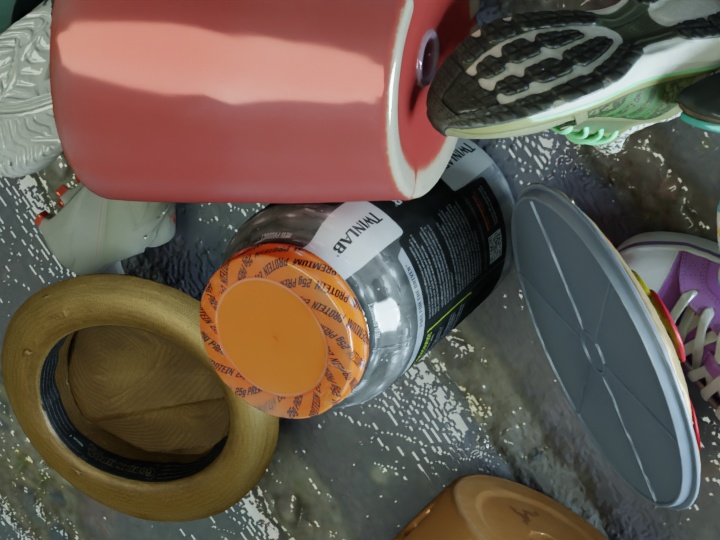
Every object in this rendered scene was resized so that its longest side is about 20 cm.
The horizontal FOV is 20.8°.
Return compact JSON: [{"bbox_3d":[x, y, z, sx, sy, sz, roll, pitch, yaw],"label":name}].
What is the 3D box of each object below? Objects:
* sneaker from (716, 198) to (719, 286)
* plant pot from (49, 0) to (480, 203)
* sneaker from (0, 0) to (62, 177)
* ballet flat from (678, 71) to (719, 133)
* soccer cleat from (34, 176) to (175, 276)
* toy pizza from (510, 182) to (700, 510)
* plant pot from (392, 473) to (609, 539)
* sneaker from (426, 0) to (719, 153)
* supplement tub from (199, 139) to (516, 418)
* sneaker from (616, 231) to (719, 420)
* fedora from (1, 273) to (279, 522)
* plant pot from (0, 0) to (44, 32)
[{"bbox_3d":[0.281,-0.010,1.025,0.200,0.077,0.081,10,131,26],"label":"sneaker"},{"bbox_3d":[-0.041,-0.122,1.036,0.177,0.200,0.201,11,117,19],"label":"plant pot"},{"bbox_3d":[-0.150,-0.140,1.179,0.079,0.130,0.199,29,96,13],"label":"sneaker"},{"bbox_3d":[0.265,-0.088,1.000,0.200,0.068,0.069,13,108,-1],"label":"ballet flat"},{"bbox_3d":[-0.139,-0.060,1.260,0.078,0.069,0.200,43,133,0],"label":"soccer cleat"},{"bbox_3d":[0.143,0.040,1.099,0.200,0.032,0.200,61,168,22],"label":"toy pizza"},{"bbox_3d":[0.081,0.219,1.191,0.200,0.200,0.140,34,108,13],"label":"plant pot"},{"bbox_3d":[0.125,-0.089,1.031,0.077,0.200,0.089,52,150,41],"label":"sneaker"},{"bbox_3d":[0.000,0.000,1.121,0.122,0.200,0.123,12,116,25],"label":"supplement tub"},{"bbox_3d":[0.210,0.056,1.080,0.200,0.114,0.073,33,125,15],"label":"sneaker"},{"bbox_3d":[-0.136,0.071,1.297,0.200,0.082,0.201,10,121,17],"label":"fedora"},{"bbox_3d":[-0.237,-0.236,1.162,0.161,0.201,0.201,34,125,-1],"label":"plant pot"}]
